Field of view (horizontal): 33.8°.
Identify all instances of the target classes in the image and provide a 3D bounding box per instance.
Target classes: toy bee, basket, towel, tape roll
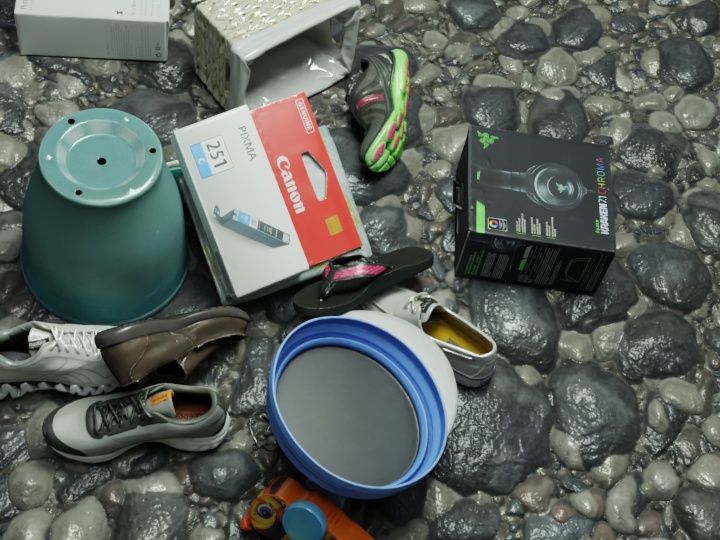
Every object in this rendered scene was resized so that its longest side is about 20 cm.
[{"bbox_3d":[-0.066,0.250,1.220,0.130,0.108,0.202,-10,66,-53],"label":"toy bee"},{"bbox_3d":[-0.114,-0.303,1.557,0.199,0.136,0.123,-32,64,-28],"label":"basket"},{"bbox_3d":[-0.101,-0.066,1.410,0.197,0.048,0.174,-19,91,-18],"label":"towel"},{"bbox_3d":[0.006,0.146,1.311,0.197,0.067,0.203,5,55,-7],"label":"tape roll"}]

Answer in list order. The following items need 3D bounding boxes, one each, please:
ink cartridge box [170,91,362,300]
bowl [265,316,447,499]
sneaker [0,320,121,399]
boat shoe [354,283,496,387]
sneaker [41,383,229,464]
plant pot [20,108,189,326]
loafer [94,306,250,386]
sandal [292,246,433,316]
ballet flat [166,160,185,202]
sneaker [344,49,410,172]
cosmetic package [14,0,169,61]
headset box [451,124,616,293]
[{"bbox_3d":[-0.103,-0.092,1.365,0.174,0.045,0.203,-22,91,-17],"label":"ink cartridge box"},{"bbox_3d":[-0.006,0.141,1.218,0.198,0.039,0.203,17,48,-19],"label":"bowl"},{"bbox_3d":[-0.321,0.090,1.283,0.197,0.082,0.076,-7,55,-16],"label":"sneaker"},{"bbox_3d":[0.074,0.056,1.380,0.199,0.070,0.071,35,56,19],"label":"boat shoe"},{"bbox_3d":[-0.237,0.152,1.256,0.197,0.080,0.075,-5,58,-12],"label":"sneaker"},{"bbox_3d":[-0.290,-0.071,1.333,0.196,0.189,0.203,4,55,-6],"label":"plant pot"},{"bbox_3d":[-0.202,0.085,1.296,0.198,0.072,0.072,-10,88,-45],"label":"loafer"},{"bbox_3d":[0.000,0.000,1.379,0.198,0.046,0.075,-25,31,-31],"label":"sandal"},{"bbox_3d":[-0.153,-0.110,1.465,0.197,0.070,0.070,9,54,-13],"label":"ballet flat"},{"bbox_3d":[0.019,-0.207,1.563,0.082,0.077,0.202,0,50,12],"label":"sneaker"},{"bbox_3d":[-0.354,-0.349,1.578,0.196,0.082,0.114,1,57,-11],"label":"cosmetic package"},{"bbox_3d":[0.208,-0.079,1.485,0.196,0.093,0.176,8,54,-4],"label":"headset box"}]
